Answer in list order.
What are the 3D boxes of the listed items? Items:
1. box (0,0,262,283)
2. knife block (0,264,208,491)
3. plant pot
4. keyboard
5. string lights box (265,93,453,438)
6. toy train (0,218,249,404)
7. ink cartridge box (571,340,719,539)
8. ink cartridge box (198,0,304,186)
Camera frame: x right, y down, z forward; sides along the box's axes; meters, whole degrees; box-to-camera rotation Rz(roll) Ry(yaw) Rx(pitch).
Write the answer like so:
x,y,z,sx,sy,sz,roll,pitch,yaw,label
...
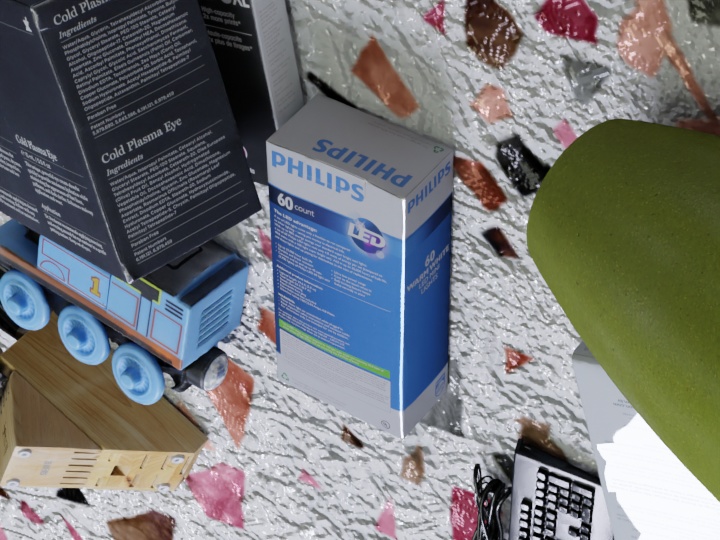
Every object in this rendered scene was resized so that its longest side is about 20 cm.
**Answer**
x,y,z,sx,sy,sz,roll,pitch,yaw,label
-0.173,-0.116,1.347,0.200,0.104,0.183,26,140,51,box
-0.224,0.073,1.658,0.199,0.176,0.064,4,147,-20,knife block
0.188,0.008,1.135,0.200,0.187,0.188,38,144,35,plant pot
0.113,0.201,1.463,0.104,0.040,0.201,23,136,25,keyboard
0.000,0.000,1.373,0.102,0.059,0.201,24,137,25,string lights box
-0.169,0.006,1.522,0.200,0.087,0.115,31,131,22,toy train
0.232,0.133,1.291,0.196,0.043,0.201,10,132,36,ink cartridge box
-0.086,-0.147,1.346,0.094,0.037,0.201,17,132,33,ink cartridge box
